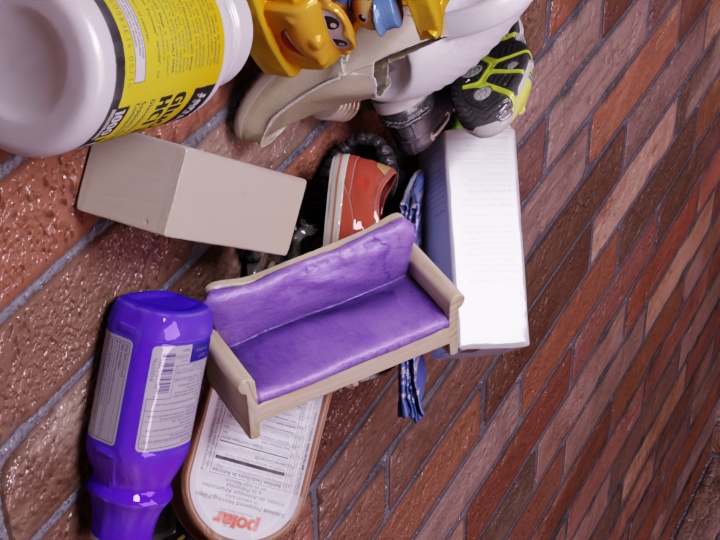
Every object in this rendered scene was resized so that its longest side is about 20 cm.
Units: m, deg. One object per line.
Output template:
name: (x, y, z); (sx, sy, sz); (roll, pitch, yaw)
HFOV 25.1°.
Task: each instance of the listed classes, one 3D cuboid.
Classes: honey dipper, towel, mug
honey dipper: (0.002, -0.149, 1.464); (0.200, 0.038, 0.038); (-5, 110, -70)
towel: (0.050, 0.021, 1.445); (0.145, 0.024, 0.201); (-69, 160, -75)
mug: (0.069, -0.229, 1.355); (0.175, 0.200, 0.148); (-51, 123, -36)

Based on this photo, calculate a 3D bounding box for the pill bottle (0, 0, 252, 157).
pill bottle: (-0.151, -0.140, 0.999); (0.200, 0.112, 0.113); (-28, 131, -60)

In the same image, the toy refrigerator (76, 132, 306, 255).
toy refrigerator: (-0.119, -0.053, 1.185); (0.200, 0.076, 0.070); (7, 98, -68)

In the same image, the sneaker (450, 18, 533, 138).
sneaker: (0.127, -0.164, 1.437); (0.200, 0.075, 0.077); (-74, 146, -57)

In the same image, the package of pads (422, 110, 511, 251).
package of pads: (0.092, -0.061, 1.624); (0.155, 0.068, 0.201); (-124, -132, -82)

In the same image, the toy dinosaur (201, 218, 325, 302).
toy dinosaur: (-0.077, -0.002, 1.365); (0.200, 0.047, 0.088); (-4, 116, -63)

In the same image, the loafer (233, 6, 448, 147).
loafer: (-0.014, -0.156, 1.260); (0.200, 0.068, 0.076); (-39, 176, 14)

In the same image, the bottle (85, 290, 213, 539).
bottle: (-0.164, 0.117, 1.209); (0.083, 0.065, 0.201); (-9, 113, -59)

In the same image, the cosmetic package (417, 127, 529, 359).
cosmetic package: (0.102, -0.023, 1.476); (0.102, 0.074, 0.201); (148, -61, -76)

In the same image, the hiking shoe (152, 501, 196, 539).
hiking shoe: (-0.110, 0.205, 1.352); (0.200, 0.100, 0.076); (-67, 156, -16)

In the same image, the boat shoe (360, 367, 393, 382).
boat shoe: (-0.057, 0.085, 1.413); (0.200, 0.072, 0.072); (-5, 83, -40)

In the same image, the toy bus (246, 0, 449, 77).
toy bus: (0.024, -0.227, 1.154); (0.200, 0.192, 0.136); (-64, 158, -19)

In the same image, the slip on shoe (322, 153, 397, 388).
slip on shoe: (0.000, 0.000, 1.371); (0.074, 0.061, 0.201); (63, 30, -80)

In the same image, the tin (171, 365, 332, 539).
tin: (-0.087, 0.129, 1.316); (0.042, 0.112, 0.201); (154, -49, -71)

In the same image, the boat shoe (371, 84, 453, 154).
boat shoe: (0.063, -0.172, 1.493); (0.200, 0.074, 0.060); (-67, 138, -58)

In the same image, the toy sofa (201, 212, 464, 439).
toy sofa: (-0.023, 0.041, 1.264); (0.200, 0.083, 0.098); (-21, 134, -21)

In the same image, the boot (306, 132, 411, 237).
boot: (0.000, -0.011, 1.486); (0.158, 0.079, 0.212); (32, 65, -74)
